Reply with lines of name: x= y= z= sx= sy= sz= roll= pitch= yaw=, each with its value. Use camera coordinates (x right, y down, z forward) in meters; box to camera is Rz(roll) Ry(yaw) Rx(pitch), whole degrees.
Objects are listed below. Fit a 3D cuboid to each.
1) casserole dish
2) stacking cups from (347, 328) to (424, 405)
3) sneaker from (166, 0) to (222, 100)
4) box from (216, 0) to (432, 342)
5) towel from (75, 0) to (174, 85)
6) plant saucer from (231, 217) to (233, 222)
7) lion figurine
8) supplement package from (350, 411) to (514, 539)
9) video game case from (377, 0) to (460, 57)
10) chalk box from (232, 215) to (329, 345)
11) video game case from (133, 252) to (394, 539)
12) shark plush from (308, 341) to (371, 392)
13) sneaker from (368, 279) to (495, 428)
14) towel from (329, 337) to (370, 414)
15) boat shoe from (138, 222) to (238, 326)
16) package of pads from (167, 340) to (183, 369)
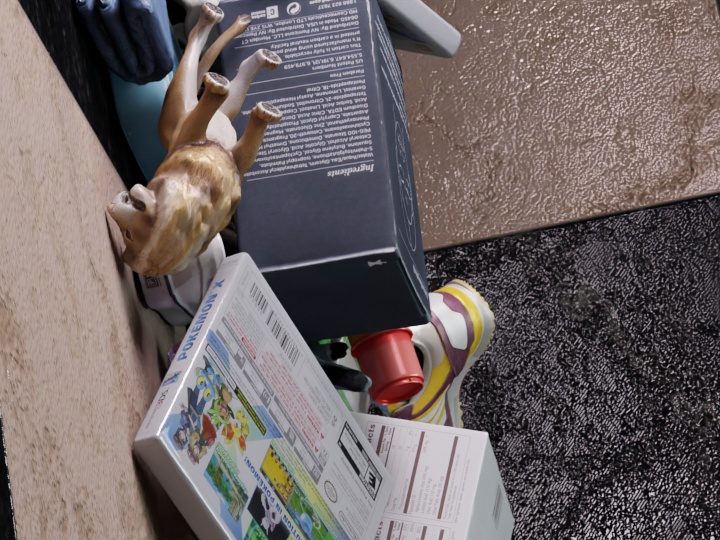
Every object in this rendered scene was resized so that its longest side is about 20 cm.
casserole dish: x=-0.140 y=-0.121 z=1.713 sx=0.200 sy=0.039 sz=0.121 roll=71 pitch=8 yaw=-65
stacking cups: x=0.000 y=0.000 z=1.793 sx=0.061 sy=0.060 sz=0.200 roll=71 pitch=-2 yaw=-71
sneaker: x=-0.113 y=-0.136 z=1.822 sx=0.088 sy=0.074 sz=0.200 roll=20 pitch=30 yaw=-47
box: x=-0.024 y=-0.071 z=1.676 sx=0.148 sy=0.107 sz=0.200 roll=64 pitch=18 yaw=-67
towel: x=-0.160 y=-0.225 z=1.602 sx=0.112 sy=0.048 sz=0.200 roll=74 pitch=5 yaw=-65
plant saucer: x=-0.116 y=-0.031 z=1.916 sx=0.200 sy=0.031 sz=0.200 roll=-11 pitch=90 yaw=-87
lion figurine: x=-0.102 y=-0.081 z=1.564 sx=0.123 sy=0.072 sz=0.200 roll=-59 pitch=-170 yaw=24
supplement package: x=0.040 y=0.218 z=1.873 sx=0.200 sy=0.111 sz=0.156 roll=71 pitch=29 yaw=-64
video game case: x=-0.053 y=-0.210 z=1.747 sx=0.200 sy=0.182 sz=0.022 roll=33 pitch=75 yaw=-50
chalk box: x=-0.034 y=-0.035 z=1.992 sx=0.125 sy=0.124 sz=0.200 roll=69 pitch=10 yaw=-68
video game case: x=-0.054 y=0.119 z=1.521 sx=0.200 sy=0.022 sz=0.182 roll=59 pitch=31 yaw=-26
shark plush: x=-0.049 y=0.057 z=1.755 sx=0.200 sy=0.083 sz=0.091 roll=-20 pitch=-93 yaw=65
sneaker: x=0.034 y=0.096 z=1.907 sx=0.075 sy=0.090 sz=0.200 roll=39 pitch=-45 yaw=29
towel: x=-0.016 y=0.096 z=1.863 sx=0.153 sy=0.023 sz=0.200 roll=69 pitch=31 yaw=-69
boat shoe: x=-0.105 y=-0.007 z=1.654 sx=0.200 sy=0.066 sz=0.072 roll=57 pitch=22 yaw=-82
package of pads: x=-0.072 y=0.135 z=1.658 sx=0.200 sy=0.076 sz=0.121 roll=73 pitch=6 yaw=-59
